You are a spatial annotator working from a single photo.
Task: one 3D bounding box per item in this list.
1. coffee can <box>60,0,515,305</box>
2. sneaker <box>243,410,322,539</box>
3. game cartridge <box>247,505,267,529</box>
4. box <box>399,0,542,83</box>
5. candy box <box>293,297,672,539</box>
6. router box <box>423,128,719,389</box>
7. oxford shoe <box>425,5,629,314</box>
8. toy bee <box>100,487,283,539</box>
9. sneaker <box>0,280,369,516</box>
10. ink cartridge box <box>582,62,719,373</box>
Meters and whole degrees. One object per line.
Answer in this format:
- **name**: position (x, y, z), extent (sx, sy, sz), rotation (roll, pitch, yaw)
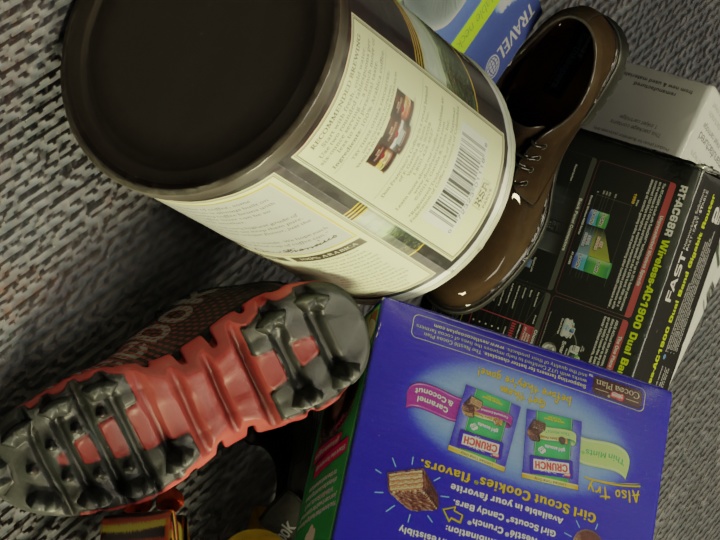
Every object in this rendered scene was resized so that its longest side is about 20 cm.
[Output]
- **coffee can**: position (-0.030, -0.077, 1.085), extent (0.200, 0.146, 0.147), rotation (31, 81, -59)
- **sneaker**: position (-0.006, 0.140, 1.198), extent (0.090, 0.200, 0.067), rotation (-15, 155, -26)
- **game cartridge**: position (-0.065, 0.250, 1.230), extent (0.176, 0.032, 0.201), rotation (-119, -140, -76)
- **box**: position (0.038, -0.156, 1.242), extent (0.122, 0.048, 0.200), rotation (-55, 145, -23)
- **candy box**: position (0.056, 0.137, 1.132), extent (0.077, 0.169, 0.201), rotation (130, -24, -60)
- **router box**: position (0.124, 0.014, 1.372), extent (0.062, 0.149, 0.201), rotation (15, 94, -59)
- **oxford shoe**: position (0.084, -0.068, 1.317), extent (0.201, 0.072, 0.084), rotation (-65, 165, 6)
- **toy bee**: position (-0.113, 0.155, 1.144), extent (0.200, 0.130, 0.109), rotation (128, -40, -57)
- **sneaker**: position (-0.096, 0.061, 1.115), extent (0.200, 0.098, 0.071), rotation (-25, 105, -15)
- **ink cartridge box**: position (0.182, -0.017, 1.509), extent (0.201, 0.084, 0.146), rotation (-65, 149, -11)
